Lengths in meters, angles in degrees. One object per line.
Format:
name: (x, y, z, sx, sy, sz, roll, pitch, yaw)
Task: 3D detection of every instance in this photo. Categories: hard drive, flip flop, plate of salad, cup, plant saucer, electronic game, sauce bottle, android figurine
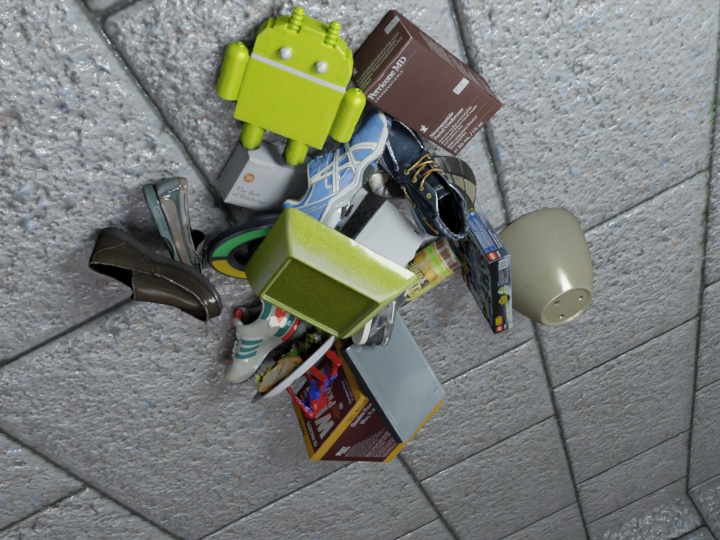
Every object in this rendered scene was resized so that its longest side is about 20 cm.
hard drive: (0.059, 0.179, 1.374, 0.033, 0.202, 0.139, -15, -159, 51)
flip flop: (0.089, -0.132, 1.163, 0.197, 0.057, 0.083, 2, 94, -25)
plate of salad: (-0.114, 0.148, 1.311, 0.200, 0.048, 0.200, -41, -177, 3)
cup: (0.334, 0.012, 1.383, 0.197, 0.144, 0.202, -14, 139, -13)
plant saucer: (-0.053, 0.021, 1.063, 0.198, 0.048, 0.200, 28, 146, -12)
electronic game: (-0.125, -0.030, 1.135, 0.196, 0.042, 0.200, -8, 159, -3)
sauce bottle: (0.081, 0.021, 1.323, 0.199, 0.065, 0.065, -37, 139, 16)
android figurine: (-0.082, -0.224, 0.954, 0.180, 0.041, 0.201, 20, 130, -12)

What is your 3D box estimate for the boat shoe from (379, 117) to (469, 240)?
boat shoe: (0.087, -0.133, 1.079, 0.070, 0.091, 0.202, -36, 111, -13)

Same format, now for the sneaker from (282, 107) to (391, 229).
sneaker: (-0.027, -0.135, 1.026, 0.076, 0.076, 0.202, 33, 90, -8)

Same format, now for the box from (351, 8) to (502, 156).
box: (0.087, -0.243, 1.031, 0.198, 0.076, 0.100, 22, 122, -40)

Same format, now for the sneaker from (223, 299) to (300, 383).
sneaker: (-0.184, 0.105, 1.293, 0.093, 0.071, 0.200, 35, 121, -21)

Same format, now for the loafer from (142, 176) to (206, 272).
loafer: (-0.242, -0.045, 1.085, 0.062, 0.072, 0.202, -23, 139, -10)

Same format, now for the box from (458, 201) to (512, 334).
box: (0.207, -0.005, 1.303, 0.039, 0.138, 0.201, -20, 140, -4)

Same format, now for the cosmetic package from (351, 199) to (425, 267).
cosmetic package: (0.000, 0.000, 1.167, 0.085, 0.108, 0.200, 40, 138, -2)

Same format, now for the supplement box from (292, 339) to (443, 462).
supplement box: (0.010, 0.254, 1.490, 0.198, 0.134, 0.198, 11, 129, -36)

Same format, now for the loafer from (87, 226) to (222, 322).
loafer: (-0.281, 0.020, 1.054, 0.198, 0.072, 0.073, 28, 144, 3)

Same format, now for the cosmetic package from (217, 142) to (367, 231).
cosmetic package: (-0.092, -0.117, 1.093, 0.198, 0.051, 0.083, 12, 128, -36)

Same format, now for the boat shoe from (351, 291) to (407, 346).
boat shoe: (0.044, 0.030, 1.276, 0.067, 0.072, 0.203, 12, 104, -21)

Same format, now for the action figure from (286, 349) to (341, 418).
action figure: (-0.093, 0.192, 1.365, 0.065, 0.099, 0.201, -42, 161, -31)
